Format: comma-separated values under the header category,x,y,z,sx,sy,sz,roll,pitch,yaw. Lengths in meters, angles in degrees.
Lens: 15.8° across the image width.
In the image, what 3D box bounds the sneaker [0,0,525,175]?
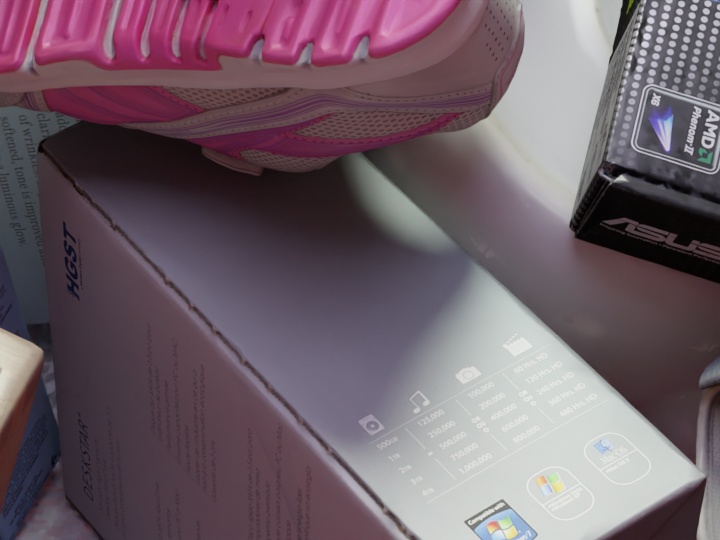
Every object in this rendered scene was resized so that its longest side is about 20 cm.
category,x,y,z,sx,sy,sz,roll,pitch,yaw
sneaker,-0.043,-0.064,0.689,0.199,0.088,0.082,10,71,33

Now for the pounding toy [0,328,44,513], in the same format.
category,x,y,z,sx,sy,sz,roll,pitch,yaw
pounding toy,-0.197,0.062,0.718,0.184,0.200,0.142,25,49,1

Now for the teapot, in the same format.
category,x,y,z,sx,sy,sz,roll,pitch,yaw
teapot,0.066,-0.040,0.798,0.197,0.146,0.201,27,56,-7

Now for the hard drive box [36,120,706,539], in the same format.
category,x,y,z,sx,sy,sz,roll,pitch,yaw
hard drive box,-0.004,0.061,0.725,0.077,0.156,0.200,-28,54,-26

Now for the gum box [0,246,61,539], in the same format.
category,x,y,z,sx,sy,sz,roll,pitch,yaw
gum box,-0.184,-0.008,0.751,0.169,0.200,0.045,19,59,15

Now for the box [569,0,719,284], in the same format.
category,x,y,z,sx,sy,sz,roll,pitch,yaw
box,0.172,-0.074,0.716,0.192,0.048,0.201,17,66,-1

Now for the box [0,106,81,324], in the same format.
category,x,y,z,sx,sy,sz,roll,pitch,yaw
box,-0.111,-0.071,0.864,0.199,0.107,0.153,-4,45,6

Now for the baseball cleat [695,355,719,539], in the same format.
category,x,y,z,sx,sy,sz,roll,pitch,yaw
baseball cleat,0.141,0.110,0.684,0.200,0.070,0.106,59,33,4
